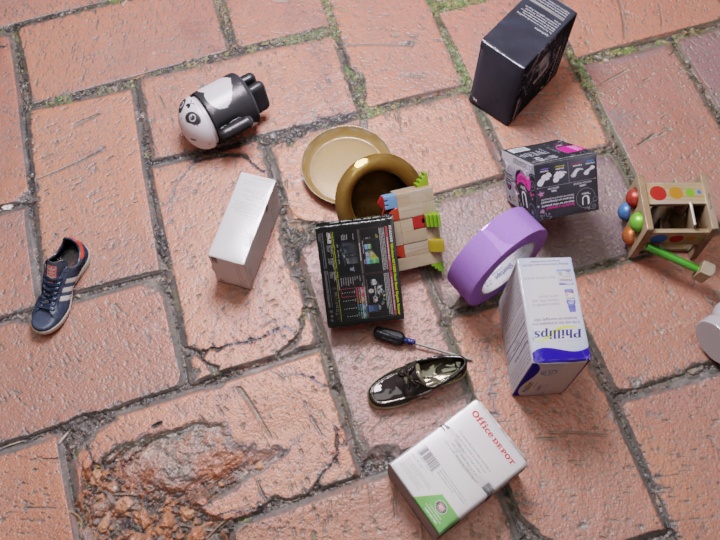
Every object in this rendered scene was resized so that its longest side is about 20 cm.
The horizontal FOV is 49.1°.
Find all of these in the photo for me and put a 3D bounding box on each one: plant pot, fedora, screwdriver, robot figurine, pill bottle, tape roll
[{"bbox_3d":[-0.028,-0.221,1.690,0.198,0.028,0.202,0,63,0],"label":"plant pot"},{"bbox_3d":[0.029,-0.150,1.597,0.199,0.202,0.082,-26,30,-12],"label":"fedora"},{"bbox_3d":[0.121,0.140,1.512,0.198,0.028,0.029,11,93,4],"label":"screwdriver"},{"bbox_3d":[-0.297,-0.347,1.697,0.199,0.150,0.126,-32,103,-15],"label":"robot figurine"},{"bbox_3d":[0.740,0.088,1.481,0.199,0.117,0.117,-28,67,-13],"label":"pill bottle"},{"bbox_3d":[0.259,-0.026,1.494,0.199,0.201,0.066,-36,68,-16],"label":"tape roll"}]

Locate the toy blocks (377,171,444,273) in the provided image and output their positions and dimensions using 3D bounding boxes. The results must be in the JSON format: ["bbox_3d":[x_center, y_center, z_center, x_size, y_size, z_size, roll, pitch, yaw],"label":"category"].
[{"bbox_3d":[0.082,-0.081,1.554,0.135,0.100,0.202,-12,106,-9],"label":"toy blocks"}]

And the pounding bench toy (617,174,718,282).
[{"bbox_3d":[0.603,-0.073,1.556,0.154,0.125,0.202,-1,64,0],"label":"pounding bench toy"}]

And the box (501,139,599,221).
[{"bbox_3d":[0.372,-0.181,1.563,0.131,0.200,0.116,-11,107,-4],"label":"box"}]

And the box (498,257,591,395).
[{"bbox_3d":[0.330,0.105,1.439,0.104,0.184,0.202,-2,64,-2],"label":"box"}]

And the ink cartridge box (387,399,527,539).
[{"bbox_3d":[0.168,0.346,1.376,0.199,0.085,0.146,-32,68,-15],"label":"ink cartridge box"}]

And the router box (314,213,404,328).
[{"bbox_3d":[0.000,0.000,1.499,0.148,0.062,0.202,-6,101,2],"label":"router box"}]

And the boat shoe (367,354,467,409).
[{"bbox_3d":[0.105,0.196,1.461,0.198,0.065,0.074,-22,68,-8],"label":"boat shoe"}]

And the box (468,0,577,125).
[{"bbox_3d":[0.349,-0.461,1.710,0.117,0.197,0.200,38,70,16],"label":"box"}]

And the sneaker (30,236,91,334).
[{"bbox_3d":[-0.598,0.023,1.541,0.074,0.085,0.202,11,65,6],"label":"sneaker"}]

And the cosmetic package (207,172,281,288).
[{"bbox_3d":[-0.229,-0.080,1.575,0.080,0.113,0.202,12,66,7],"label":"cosmetic package"}]
